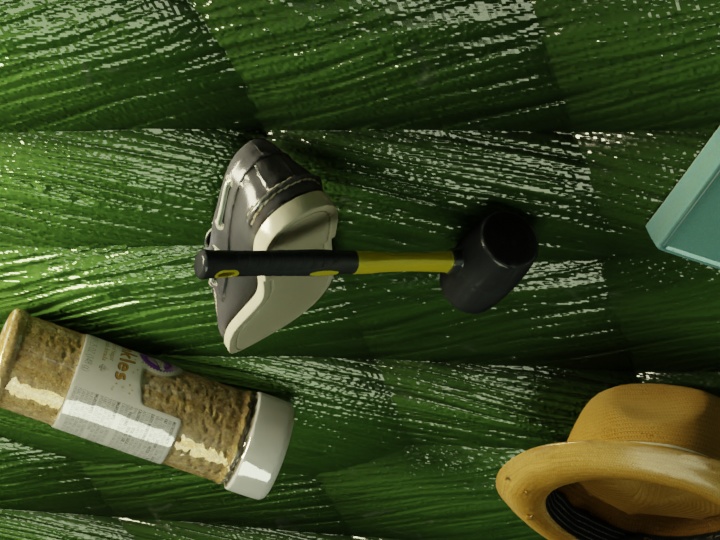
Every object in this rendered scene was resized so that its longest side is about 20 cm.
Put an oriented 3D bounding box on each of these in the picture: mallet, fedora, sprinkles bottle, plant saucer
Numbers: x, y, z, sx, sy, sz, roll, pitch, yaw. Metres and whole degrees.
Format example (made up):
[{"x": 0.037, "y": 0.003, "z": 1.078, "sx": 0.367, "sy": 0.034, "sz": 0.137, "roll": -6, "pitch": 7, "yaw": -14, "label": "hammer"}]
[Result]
[{"x": 0.000, "y": 0.000, "z": 1.458, "sx": 0.198, "sy": 0.041, "sz": 0.066, "roll": -4, "pitch": 155, "yaw": -17, "label": "mallet"}, {"x": 0.183, "y": 0.124, "z": 1.610, "sx": 0.199, "sy": 0.082, "sz": 0.201, "roll": 13, "pitch": 155, "yaw": 6, "label": "fedora"}, {"x": -0.145, "y": 0.088, "z": 1.696, "sx": 0.199, "sy": 0.069, "sz": 0.068, "roll": 20, "pitch": 149, "yaw": -10, "label": "sprinkles bottle"}, {"x": 0.216, "y": -0.053, "z": 1.368, "sx": 0.069, "sy": 0.019, "sz": 0.200, "roll": 18, "pitch": 148, "yaw": -7, "label": "plant saucer"}]

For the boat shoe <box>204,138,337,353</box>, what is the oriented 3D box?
[{"x": -0.058, "y": -0.014, "z": 1.525, "sx": 0.063, "sy": 0.072, "sz": 0.200, "roll": 55, "pitch": 160, "yaw": 15, "label": "boat shoe"}]
